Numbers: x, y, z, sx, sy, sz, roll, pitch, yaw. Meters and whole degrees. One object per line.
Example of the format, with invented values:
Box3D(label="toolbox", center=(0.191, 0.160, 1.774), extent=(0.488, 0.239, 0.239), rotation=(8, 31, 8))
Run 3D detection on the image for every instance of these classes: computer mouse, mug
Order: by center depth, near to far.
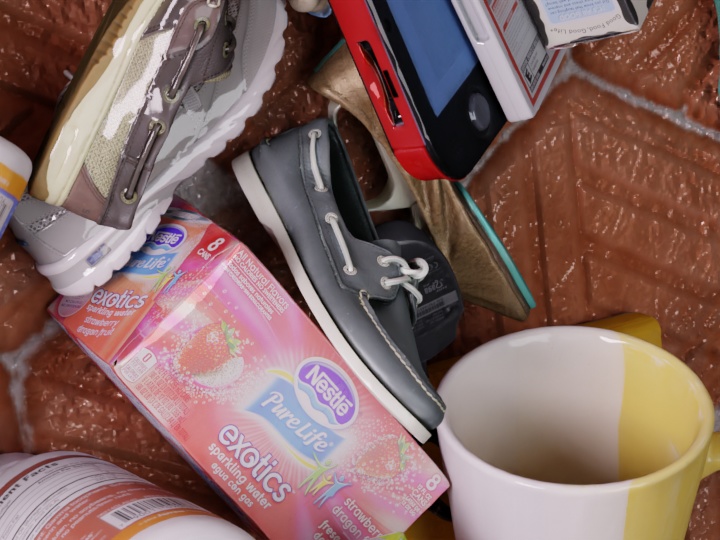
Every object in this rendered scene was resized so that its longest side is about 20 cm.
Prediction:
Box3D(label="mug", center=(0.130, 0.140, 1.498), extent=(0.149, 0.186, 0.153), rotation=(-42, 141, -46))
Box3D(label="computer mouse", center=(0.033, 0.057, 1.523), extent=(0.059, 0.034, 0.200), rotation=(-23, 121, -16))

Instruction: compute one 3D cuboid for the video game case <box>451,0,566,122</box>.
Box3D(label="video game case", center=(0.068, -0.200, 1.486), extent=(0.200, 0.017, 0.143), rotation=(63, 33, -27))

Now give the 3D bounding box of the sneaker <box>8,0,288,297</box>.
Box3D(label="sneaker", center=(-0.112, -0.085, 1.399), extent=(0.082, 0.075, 0.200), rotation=(43, 71, -25))

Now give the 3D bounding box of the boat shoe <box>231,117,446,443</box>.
Box3D(label="boat shoe", center=(0.000, 0.000, 1.421), extent=(0.062, 0.200, 0.073), rotation=(-34, 147, 3))

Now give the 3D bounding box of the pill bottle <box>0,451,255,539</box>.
Box3D(label="pill bottle", center=(-0.132, 0.154, 1.359), extent=(0.112, 0.200, 0.112), rotation=(-7, 104, -32))

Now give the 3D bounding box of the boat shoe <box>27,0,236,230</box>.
Box3D(label="boat shoe", center=(-0.092, -0.113, 1.337), extent=(0.065, 0.073, 0.200), rotation=(28, 102, -15))

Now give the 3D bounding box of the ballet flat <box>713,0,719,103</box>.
Box3D(label="ballet flat", center=(0.242, -0.169, 1.623), extent=(0.067, 0.070, 0.200), rotation=(-20, 110, -29))

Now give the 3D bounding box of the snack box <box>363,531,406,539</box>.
Box3D(label="snack box", center=(-0.072, 0.212, 1.389), extent=(0.053, 0.200, 0.142), rotation=(64, 24, -25))

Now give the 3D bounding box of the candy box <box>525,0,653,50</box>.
Box3D(label="candy box", center=(0.108, -0.241, 1.489), extent=(0.200, 0.061, 0.136), rotation=(62, 35, -26))

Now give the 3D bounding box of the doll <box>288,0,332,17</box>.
Box3D(label="doll", center=(-0.039, -0.198, 1.427), extent=(0.200, 0.048, 0.137), rotation=(28, 55, -42))

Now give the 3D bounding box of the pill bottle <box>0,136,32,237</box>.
Box3D(label="pill bottle", center=(-0.248, 0.012, 1.305), extent=(0.112, 0.112, 0.200), rotation=(30, 83, -35))

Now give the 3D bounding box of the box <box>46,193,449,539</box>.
Box3D(label="box", center=(-0.058, 0.067, 1.443), extent=(0.095, 0.103, 0.200), rotation=(-44, 120, -7))

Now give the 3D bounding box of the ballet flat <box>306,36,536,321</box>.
Box3D(label="ballet flat", center=(0.027, -0.043, 1.514), extent=(0.072, 0.068, 0.200), rotation=(-30, 117, -3))

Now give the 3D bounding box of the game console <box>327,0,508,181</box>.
Box3D(label="game console", center=(0.037, -0.164, 1.460), extent=(0.177, 0.031, 0.200), rotation=(-49, 123, -48))

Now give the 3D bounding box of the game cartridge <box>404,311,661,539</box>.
Box3D(label="game cartridge", center=(0.096, 0.129, 1.612), extent=(0.200, 0.032, 0.177), rotation=(-14, 108, -32))
